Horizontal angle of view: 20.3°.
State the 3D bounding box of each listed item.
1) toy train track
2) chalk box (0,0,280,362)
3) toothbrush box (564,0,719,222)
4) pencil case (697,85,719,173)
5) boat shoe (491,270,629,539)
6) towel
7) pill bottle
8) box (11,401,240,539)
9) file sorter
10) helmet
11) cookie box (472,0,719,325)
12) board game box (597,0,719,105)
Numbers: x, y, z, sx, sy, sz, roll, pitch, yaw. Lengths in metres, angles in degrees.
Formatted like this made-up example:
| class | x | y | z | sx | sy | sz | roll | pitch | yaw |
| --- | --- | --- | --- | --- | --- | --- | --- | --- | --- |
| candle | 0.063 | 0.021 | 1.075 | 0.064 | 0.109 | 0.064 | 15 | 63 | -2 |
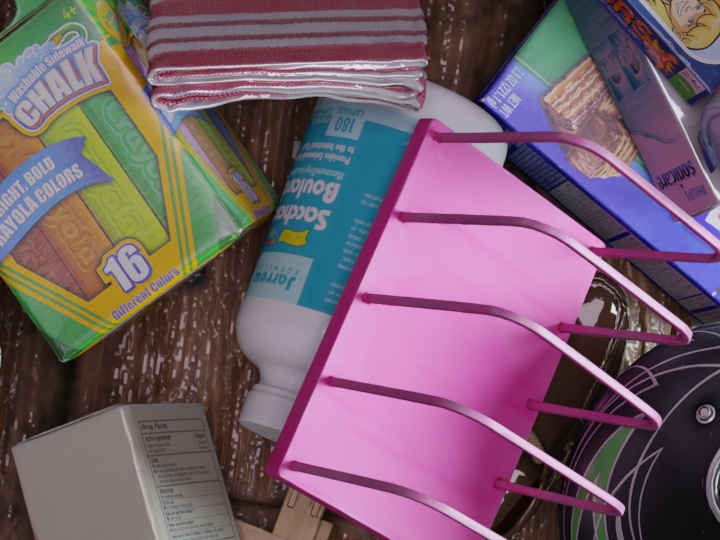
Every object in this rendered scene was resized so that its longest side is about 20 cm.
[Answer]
| class | x | y | z | sx | sy | sz | roll | pitch | yaw |
| --- | --- | --- | --- | --- | --- | --- | --- | --- | --- |
| toy train track | -0.026 | 0.124 | 1.138 | 0.114 | 0.033 | 0.202 | 20 | 82 | 9 |
| chalk box | -0.154 | -0.074 | 1.077 | 0.124 | 0.124 | 0.201 | -36 | 92 | 12 |
| toothbrush box | 0.193 | -0.149 | 1.053 | 0.145 | 0.085 | 0.201 | -27 | 88 | -9 |
| pencil case | 0.258 | -0.105 | 0.972 | 0.200 | 0.083 | 0.091 | -43 | 128 | -10 |
| boat shoe | 0.094 | 0.091 | 1.121 | 0.074 | 0.075 | 0.204 | 29 | 87 | -2 |
| towel | -0.041 | -0.145 | 1.080 | 0.145 | 0.201 | 0.030 | -1 | 126 | -3 |
| pill bottle | 0.000 | 0.000 | 1.088 | 0.110 | 0.111 | 0.202 | 20 | 78 | -2 |
| box | -0.110 | 0.176 | 1.077 | 0.077 | 0.095 | 0.202 | -21 | 78 | 21 |
| file sorter | 0.075 | 0.045 | 1.000 | 0.139 | 0.125 | 0.201 | 33 | 74 | -32 |
| helmet | 0.199 | 0.128 | 1.067 | 0.199 | 0.200 | 0.192 | -26 | 76 | -3 |
| cookie box | 0.188 | -0.091 | 1.130 | 0.200 | 0.075 | 0.172 | 39 | 85 | -2 |
| board game box | 0.193 | -0.199 | 0.997 | 0.200 | 0.034 | 0.135 | -44 | 92 | -9 |
